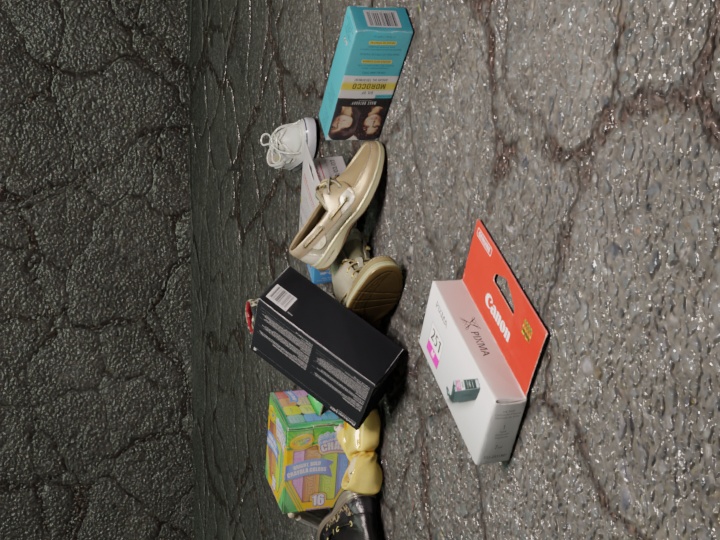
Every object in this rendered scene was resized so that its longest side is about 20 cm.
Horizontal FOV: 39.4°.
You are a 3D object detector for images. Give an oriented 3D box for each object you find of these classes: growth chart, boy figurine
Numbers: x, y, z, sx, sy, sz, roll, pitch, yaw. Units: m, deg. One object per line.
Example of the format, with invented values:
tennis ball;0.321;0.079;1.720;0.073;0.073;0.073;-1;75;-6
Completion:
growth chart;-0.106;0.378;1.751;0.018;0.144;0.201;-44;35;10
boy figurine;-0.010;0.234;1.497;0.124;0.063;0.203;139;130;-57

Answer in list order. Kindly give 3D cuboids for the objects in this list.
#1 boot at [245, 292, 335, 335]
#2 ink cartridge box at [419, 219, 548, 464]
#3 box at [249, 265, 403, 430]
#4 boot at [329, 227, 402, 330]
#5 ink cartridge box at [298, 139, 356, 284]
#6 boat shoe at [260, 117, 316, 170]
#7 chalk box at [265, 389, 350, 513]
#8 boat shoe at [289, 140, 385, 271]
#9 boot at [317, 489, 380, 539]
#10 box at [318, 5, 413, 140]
boot;-0.096;0.091;1.604;0.204;0.151;0.075;-135;45;-65
ink cartridge box;0.125;0.073;1.078;0.201;0.043;0.176;-113;26;-49
box;-0.051;0.109;1.397;0.199;0.079;0.142;36;145;11
boot;0.000;0.000;1.430;0.201;0.071;0.157;112;153;-53
ink cartridge box;-0.050;-0.093;1.550;0.202;0.067;0.116;97;161;-45
boat shoe;-0.136;-0.226;1.808;0.202;0.085;0.076;160;106;-72
chalk box;-0.080;0.269;1.626;0.124;0.122;0.203;-132;43;-63
boat shoe;-0.033;-0.099;1.420;0.202;0.064;0.072;-60;23;9
boot;-0.009;0.433;1.509;0.201;0.072;0.152;115;151;-43
box;0.004;-0.262;1.358;0.201;0.081;0.050;110;151;-51
